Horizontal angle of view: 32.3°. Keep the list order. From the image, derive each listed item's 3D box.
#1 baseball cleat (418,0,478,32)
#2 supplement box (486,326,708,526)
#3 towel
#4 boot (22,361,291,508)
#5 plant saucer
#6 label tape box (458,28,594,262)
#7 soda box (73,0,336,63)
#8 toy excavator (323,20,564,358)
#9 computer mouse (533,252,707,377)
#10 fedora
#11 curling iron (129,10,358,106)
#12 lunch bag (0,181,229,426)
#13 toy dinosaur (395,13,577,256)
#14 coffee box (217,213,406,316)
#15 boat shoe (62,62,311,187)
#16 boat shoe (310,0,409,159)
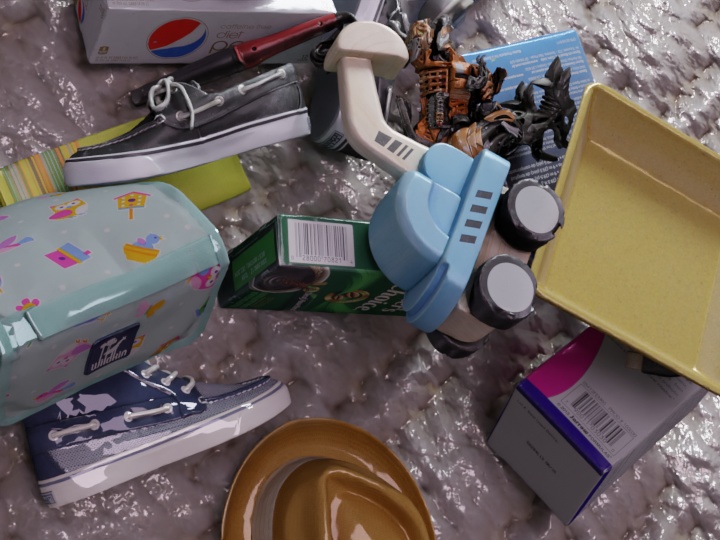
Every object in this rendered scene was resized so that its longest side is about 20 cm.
[{"bbox_3d":[0.081,-0.282,1.136,0.106,0.070,0.200,45,39,-2],"label":"baseball cleat"},{"bbox_3d":[0.218,0.106,1.065,0.199,0.104,0.101,-32,67,-31],"label":"supplement box"},{"bbox_3d":[-0.182,-0.067,0.963,0.198,0.018,0.087,-26,94,-33],"label":"towel"},{"bbox_3d":[-0.147,0.091,0.899,0.198,0.072,0.092,-20,91,-31],"label":"boot"},{"bbox_3d":[0.228,-0.019,0.989,0.198,0.048,0.202,28,63,-12],"label":"plant saucer"},{"bbox_3d":[0.162,-0.106,1.137,0.142,0.066,0.203,-17,87,-31],"label":"label tape box"},{"bbox_3d":[-0.124,-0.212,0.999,0.197,0.068,0.064,-6,64,-30],"label":"soda box"},{"bbox_3d":[0.043,-0.064,0.906,0.198,0.100,0.197,28,64,-11],"label":"toy excavator"},{"bbox_3d":[0.223,0.020,1.047,0.197,0.046,0.142,16,63,5],"label":"computer mouse"},{"bbox_3d":[-0.008,0.206,0.937,0.198,0.082,0.204,9,71,-27],"label":"fedora"},{"bbox_3d":[-0.088,-0.166,0.991,0.197,0.026,0.050,-15,55,-5],"label":"curling iron"},{"bbox_3d":[-0.195,0.016,0.813,0.169,0.199,0.124,-23,106,-32],"label":"lunch bag"},{"bbox_3d":[0.101,-0.114,1.034,0.134,0.102,0.203,-20,111,-16],"label":"toy dinosaur"},{"bbox_3d":[0.000,0.000,0.981,0.197,0.123,0.045,4,72,-29],"label":"coffee box"},{"bbox_3d":[-0.132,-0.112,0.932,0.196,0.073,0.069,-17,100,-18],"label":"boat shoe"},{"bbox_3d":[0.010,-0.194,1.064,0.067,0.073,0.203,18,69,-30],"label":"boat shoe"}]
